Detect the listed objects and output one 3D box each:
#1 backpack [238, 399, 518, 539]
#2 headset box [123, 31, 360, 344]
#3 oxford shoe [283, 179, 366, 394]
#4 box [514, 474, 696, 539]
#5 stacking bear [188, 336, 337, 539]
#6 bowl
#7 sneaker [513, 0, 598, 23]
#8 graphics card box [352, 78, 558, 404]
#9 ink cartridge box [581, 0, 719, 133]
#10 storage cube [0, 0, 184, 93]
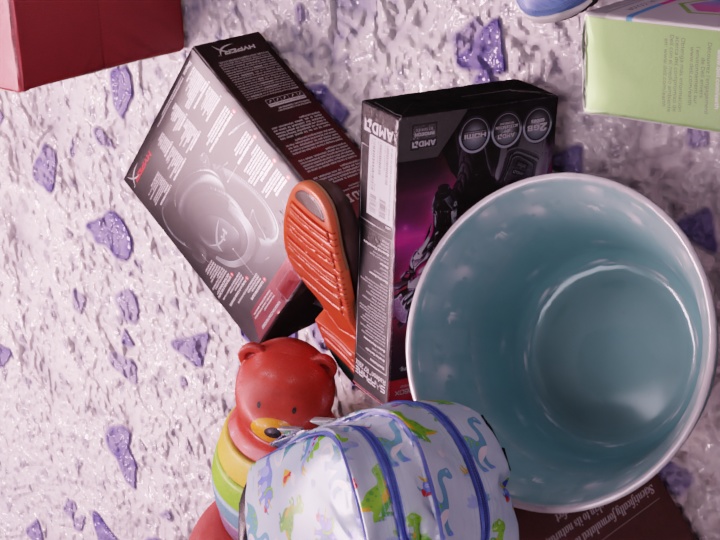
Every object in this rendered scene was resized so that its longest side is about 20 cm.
[{"bbox_3d":[0.006,0.154,0.869,0.199,0.153,0.164,-24,65,38],"label":"backpack"},{"bbox_3d":[-0.071,-0.053,1.110,0.200,0.077,0.149,49,132,16],"label":"headset box"},{"bbox_3d":[0.000,0.000,1.021,0.071,0.072,0.200,43,161,35],"label":"oxford shoe"},{"bbox_3d":[0.113,0.238,0.990,0.200,0.165,0.165,-38,78,43],"label":"box"},{"bbox_3d":[-0.062,0.138,1.128,0.121,0.114,0.201,14,130,8],"label":"stacking bear"},{"bbox_3d":[0.139,0.048,0.911,0.200,0.105,0.202,-6,80,33],"label":"bowl"},{"bbox_3d":[0.138,-0.223,0.854,0.076,0.077,0.200,48,133,16],"label":"sneaker"},{"bbox_3d":[0.061,-0.018,0.966,0.051,0.125,0.201,33,127,54],"label":"graphics card box"},{"bbox_3d":[0.230,-0.110,0.794,0.199,0.104,0.060,15,116,38],"label":"ink cartridge box"},{"bbox_3d":[-0.260,-0.251,1.143,0.199,0.171,0.181,13,116,38],"label":"storage cube"}]
